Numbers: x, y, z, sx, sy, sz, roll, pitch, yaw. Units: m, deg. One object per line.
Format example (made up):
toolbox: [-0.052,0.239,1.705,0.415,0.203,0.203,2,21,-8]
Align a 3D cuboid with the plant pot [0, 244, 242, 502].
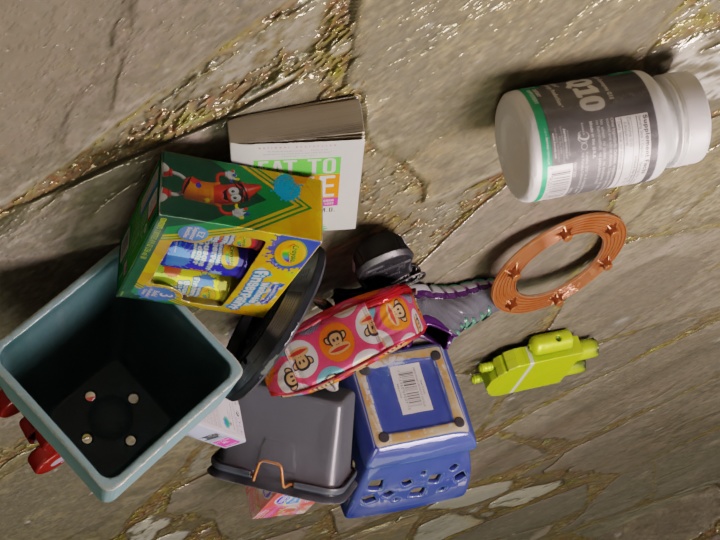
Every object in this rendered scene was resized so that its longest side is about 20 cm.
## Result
plant pot: [-0.272,0.136,1.452,0.195,0.196,0.200,-41,170,-26]

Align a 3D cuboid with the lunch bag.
lunch bag: [-0.018,0.085,1.595,0.198,0.083,0.176,-25,176,11]

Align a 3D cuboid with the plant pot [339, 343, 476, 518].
plant pot: [0.057,0.222,1.924,0.197,0.202,0.181,-8,148,-15]

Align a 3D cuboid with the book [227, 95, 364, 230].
book: [-0.067,-0.097,1.340,0.131,0.049,0.201,-6,156,-5]

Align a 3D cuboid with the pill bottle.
pill bottle: [0.245,-0.140,1.341,0.197,0.115,0.113,-11,156,-12]

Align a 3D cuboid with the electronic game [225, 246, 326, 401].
electronic game: [-0.099,0.058,1.490,0.041,0.202,0.200,32,138,-13]

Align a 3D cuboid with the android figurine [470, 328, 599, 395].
android figurine: [0.271,0.148,2.072,0.197,0.042,0.183,-10,156,-15]

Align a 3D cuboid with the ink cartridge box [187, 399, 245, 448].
ink cartridge box: [-0.217,0.150,1.681,0.041,0.121,0.200,-20,157,16]

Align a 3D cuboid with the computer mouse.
computer mouse: [0.000,0.000,1.587,0.139,0.047,0.200,-22,167,5]

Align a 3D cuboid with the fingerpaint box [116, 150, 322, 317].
fingerpaint box: [-0.146,-0.029,1.337,0.164,0.074,0.200,9,153,-20]

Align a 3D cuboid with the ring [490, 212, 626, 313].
ring: [0.261,-0.003,1.716,0.198,0.019,0.201,-22,150,-13]

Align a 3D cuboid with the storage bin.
storage bin: [-0.100,0.222,1.797,0.197,0.137,0.145,10,-169,12]

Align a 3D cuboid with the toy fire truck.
toy fire truck: [-0.355,0.150,1.642,0.167,0.113,0.200,-30,167,-32]

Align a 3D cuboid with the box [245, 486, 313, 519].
box: [-0.113,0.326,2.158,0.101,0.096,0.200,-1,153,-27]

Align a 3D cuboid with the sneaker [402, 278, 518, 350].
sneaker: [0.127,0.065,1.747,0.197,0.089,0.075,-4,154,-24]

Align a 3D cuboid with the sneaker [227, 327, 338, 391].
sneaker: [-0.089,0.114,1.721,0.075,0.090,0.199,-28,153,31]
